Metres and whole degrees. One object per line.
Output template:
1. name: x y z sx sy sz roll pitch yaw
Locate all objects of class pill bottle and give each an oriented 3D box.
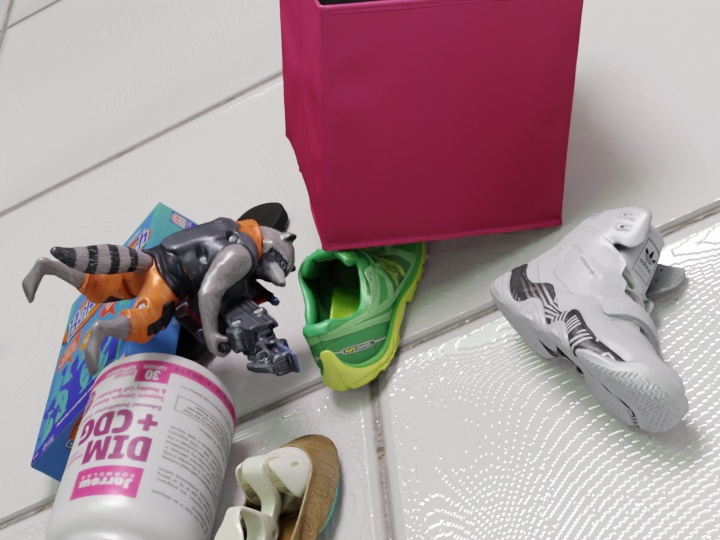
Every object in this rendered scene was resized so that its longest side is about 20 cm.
1. pill bottle: -0.158 0.166 1.026 0.113 0.114 0.200 -18 38 22

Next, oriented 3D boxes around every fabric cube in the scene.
1. fabric cube: 0.046 -0.158 1.120 0.195 0.200 0.200 -8 34 -9

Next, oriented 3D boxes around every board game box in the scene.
1. board game box: -0.203 0.059 1.205 0.152 0.045 0.200 -45 25 31

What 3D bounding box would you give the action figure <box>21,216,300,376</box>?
1. action figure: -0.123 0.012 1.057 0.193 0.105 0.200 -18 25 -31

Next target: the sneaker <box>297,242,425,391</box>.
1. sneaker: 0.000 0.000 1.123 0.074 0.084 0.200 -17 37 24

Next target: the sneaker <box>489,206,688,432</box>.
1. sneaker: 0.175 0.023 0.958 0.115 0.075 0.200 -41 31 -5

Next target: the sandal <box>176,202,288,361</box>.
1. sandal: -0.130 0.004 1.260 0.075 0.045 0.200 -3 45 37

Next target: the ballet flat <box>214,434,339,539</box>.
1. ballet flat: -0.065 0.173 0.977 0.068 0.072 0.200 -10 41 30
